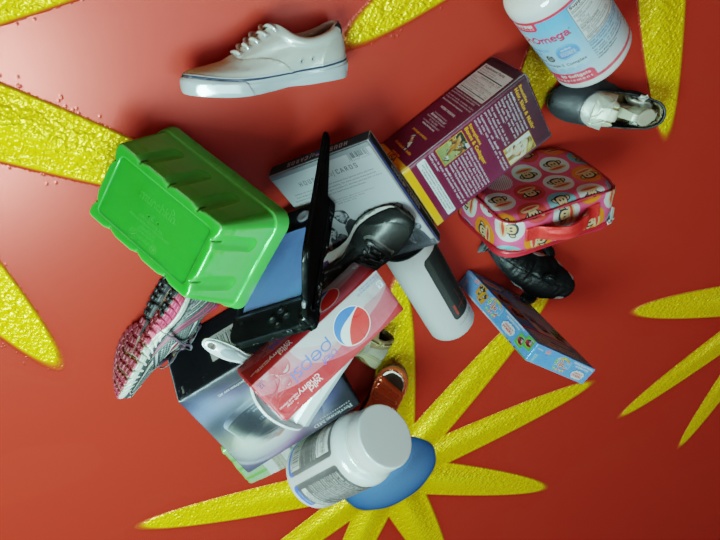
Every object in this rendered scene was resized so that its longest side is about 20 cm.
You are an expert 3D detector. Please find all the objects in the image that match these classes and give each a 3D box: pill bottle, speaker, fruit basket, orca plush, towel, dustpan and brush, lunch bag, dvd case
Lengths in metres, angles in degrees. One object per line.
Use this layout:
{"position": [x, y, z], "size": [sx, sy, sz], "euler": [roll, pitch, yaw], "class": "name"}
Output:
{"position": [-0.019, 0.282, 1.012], "size": [0.113, 0.114, 0.200], "euler": [14, 143, -32], "class": "pill bottle"}
{"position": [0.105, 0.020, 1.016], "size": [0.081, 0.081, 0.200], "euler": [-34, 129, -1], "class": "speaker"}
{"position": [-0.180, -0.054, 0.780], "size": [0.215, 0.216, 0.156], "euler": [19, 113, -34], "class": "fruit basket"}
{"position": [0.289, -0.008, 1.076], "size": [0.200, 0.071, 0.105], "euler": [43, 78, -25], "class": "orca plush"}
{"position": [0.248, -0.329, 0.828], "size": [0.200, 0.109, 0.109], "euler": [34, 103, -38], "class": "pill bottle"}
{"position": [-0.117, 0.274, 1.100], "size": [0.199, 0.031, 0.149], "euler": [-23, 141, -7], "class": "towel"}
{"position": [-0.111, 0.122, 0.837], "size": [0.200, 0.057, 0.140], "euler": [30, 98, -22], "class": "dustpan and brush"}
{"position": [0.254, -0.096, 0.945], "size": [0.199, 0.176, 0.082], "euler": [-17, 127, -14], "class": "lunch bag"}
{"position": [-0.004, -0.084, 0.879], "size": [0.150, 0.025, 0.200], "euler": [-15, 135, 27], "class": "dvd case"}

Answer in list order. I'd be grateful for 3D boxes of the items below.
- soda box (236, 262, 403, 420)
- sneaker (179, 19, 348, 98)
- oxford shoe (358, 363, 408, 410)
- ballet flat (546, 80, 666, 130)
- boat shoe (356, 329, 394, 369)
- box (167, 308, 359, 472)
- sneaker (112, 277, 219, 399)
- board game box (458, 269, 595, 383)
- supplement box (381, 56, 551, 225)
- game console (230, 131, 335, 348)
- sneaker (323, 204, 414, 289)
{"position": [-0.047, 0.082, 0.802], "size": [0.200, 0.063, 0.070], "euler": [-43, 116, -14], "class": "soda box"}
{"position": [-0.109, -0.241, 0.749], "size": [0.199, 0.073, 0.071], "euler": [-19, 119, -25], "class": "sneaker"}
{"position": [0.027, 0.248, 1.124], "size": [0.071, 0.073, 0.200], "euler": [31, 99, 7], "class": "oxford shoe"}
{"position": [0.370, -0.238, 0.975], "size": [0.199, 0.073, 0.073], "euler": [0, 122, -26], "class": "ballet flat"}
{"position": [-0.005, 0.090, 1.002], "size": [0.066, 0.074, 0.200], "euler": [-49, 153, -1], "class": "boat shoe"}
{"position": [-0.136, 0.154, 0.963], "size": [0.200, 0.123, 0.199], "euler": [-31, 131, -3], "class": "box"}
{"position": [-0.264, 0.095, 0.887], "size": [0.075, 0.081, 0.200], "euler": [28, 106, -39], "class": "sneaker"}
{"position": [0.260, 0.087, 1.057], "size": [0.151, 0.200, 0.037], "euler": [24, 110, -35], "class": "board game box"}
{"position": [0.141, -0.174, 0.896], "size": [0.200, 0.086, 0.110], "euler": [-38, 130, 3], "class": "supplement box"}
{"position": [-0.093, -0.035, 0.773], "size": [0.175, 0.200, 0.116], "euler": [-17, 134, 25], "class": "game console"}
{"position": [0.000, 0.000, 0.881], "size": [0.076, 0.088, 0.200], "euler": [30, 127, -28], "class": "sneaker"}
